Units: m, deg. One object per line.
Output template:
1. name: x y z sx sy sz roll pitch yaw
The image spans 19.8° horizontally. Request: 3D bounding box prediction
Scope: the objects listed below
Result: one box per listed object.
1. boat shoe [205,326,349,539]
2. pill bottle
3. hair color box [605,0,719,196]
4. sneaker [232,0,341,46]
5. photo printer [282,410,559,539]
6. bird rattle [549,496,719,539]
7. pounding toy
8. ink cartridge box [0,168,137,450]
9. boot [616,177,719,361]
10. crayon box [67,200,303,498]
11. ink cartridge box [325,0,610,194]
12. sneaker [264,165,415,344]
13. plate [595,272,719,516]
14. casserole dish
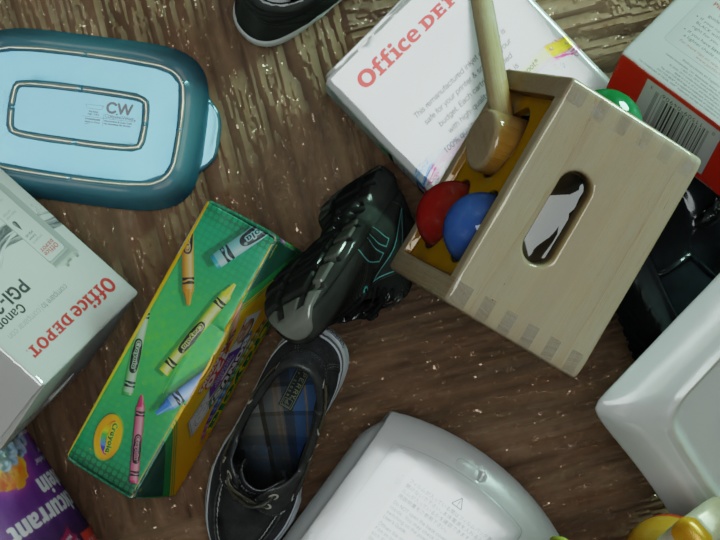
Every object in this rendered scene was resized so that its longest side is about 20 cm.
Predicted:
1. boat shoe: -0.063 0.130 1.422 0.070 0.066 0.200 29 117 3
2. pill bottle: -0.239 0.200 1.432 0.111 0.111 0.200 -33 91 -1
3. hair color box: 0.266 -0.153 1.416 0.111 0.064 0.200 38 59 13
4. sneaker: -0.009 -0.236 1.447 0.200 0.099 0.071 -42 89 -3
5. photo printer: 0.030 0.212 1.459 0.166 0.069 0.200 36 88 -1
6. bird rattle: 0.197 0.217 1.401 0.163 0.200 0.113 -43 67 20
7. pounding toy: 0.106 -0.065 1.336 0.142 0.184 0.200 30 90 -14
8. ink cartridge box: -0.272 0.004 1.409 0.200 0.147 0.083 41 125 -1
9. boot: 0.260 0.000 1.459 0.168 0.076 0.201 -36 113 -17
10. crayon box: -0.117 0.057 1.428 0.058 0.119 0.201 29 89 10
11. ink cartridge box: 0.092 -0.110 1.455 0.145 0.084 0.200 -44 91 -1
12. sneaker: 0.000 0.000 1.409 0.075 0.200 0.079 -28 106 32
13. plate: 0.270 0.078 1.415 0.200 0.200 0.032 -46 46 -7
14. casserole dish: -0.199 -0.109 1.472 0.199 0.039 0.122 8 90 -2
